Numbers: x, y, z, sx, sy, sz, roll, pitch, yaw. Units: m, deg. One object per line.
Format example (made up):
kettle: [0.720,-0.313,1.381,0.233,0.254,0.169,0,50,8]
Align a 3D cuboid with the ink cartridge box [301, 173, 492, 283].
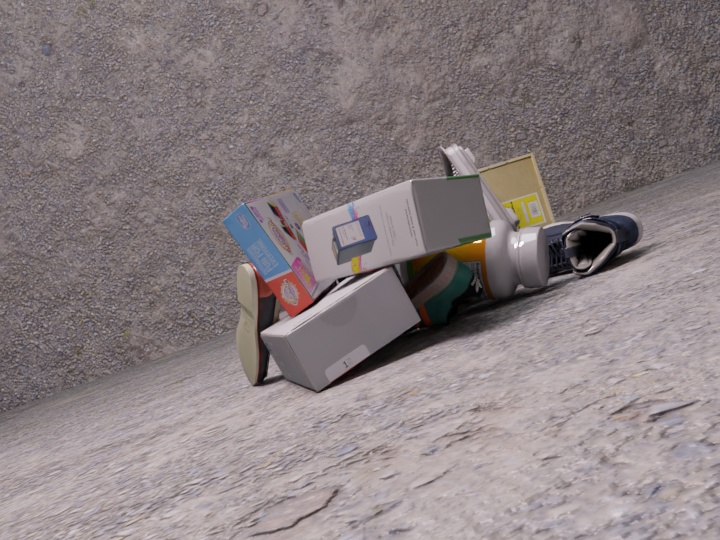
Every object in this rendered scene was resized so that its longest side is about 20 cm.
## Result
ink cartridge box: [0.044,-0.053,0.896,0.198,0.089,0.144,-13,0,44]

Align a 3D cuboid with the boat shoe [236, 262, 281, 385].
boat shoe: [-0.141,0.075,1.014,0.062,0.204,0.071,-16,34,-34]

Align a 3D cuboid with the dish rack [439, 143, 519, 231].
dish rack: [0.200,-0.109,1.140,0.043,0.202,0.172,-32,-19,4]

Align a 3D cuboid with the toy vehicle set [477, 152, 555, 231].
toy vehicle set: [0.270,-0.093,1.227,0.122,0.204,0.027,-15,-17,8]

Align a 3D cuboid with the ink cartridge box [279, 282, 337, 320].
ink cartridge box: [-0.088,0.035,1.167,0.083,0.204,0.146,-12,2,10]

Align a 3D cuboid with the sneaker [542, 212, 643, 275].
sneaker: [0.296,-0.030,1.031,0.200,0.078,0.145,-21,0,38]

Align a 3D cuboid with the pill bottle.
pill bottle: [0.164,-0.014,1.009,0.196,0.114,0.111,-3,8,27]

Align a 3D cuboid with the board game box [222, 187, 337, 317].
board game box: [-0.095,-0.032,0.976,0.040,0.154,0.200,-35,2,17]

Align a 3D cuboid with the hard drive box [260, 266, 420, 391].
hard drive box: [-0.034,0.073,0.902,0.154,0.078,0.200,-32,4,-15]

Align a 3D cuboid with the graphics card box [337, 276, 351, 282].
graphics card box: [0.000,0.000,1.152,0.050,0.127,0.201,-19,35,-12]

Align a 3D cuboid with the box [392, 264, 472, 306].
box: [0.130,-0.022,1.168,0.157,0.050,0.201,-20,43,-4]

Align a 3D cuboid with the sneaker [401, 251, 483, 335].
sneaker: [0.088,0.054,0.973,0.200,0.079,0.072,-41,23,47]
